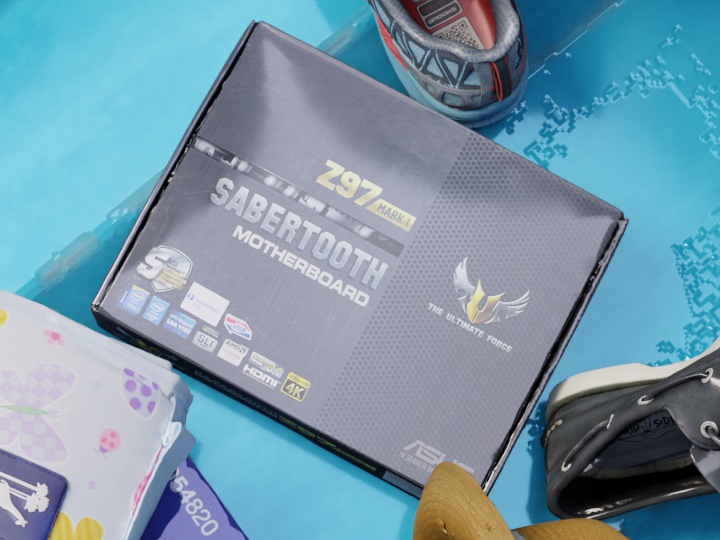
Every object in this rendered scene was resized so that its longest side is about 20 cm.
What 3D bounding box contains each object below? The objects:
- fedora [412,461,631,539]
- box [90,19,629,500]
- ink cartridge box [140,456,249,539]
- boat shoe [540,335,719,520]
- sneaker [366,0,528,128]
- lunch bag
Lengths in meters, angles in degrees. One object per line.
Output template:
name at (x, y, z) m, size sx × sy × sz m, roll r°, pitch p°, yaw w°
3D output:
fedora at (0.088, 0.168, 0.971) m, size 0.082 × 0.201 × 0.201 m, roll -15°, pitch 80°, yaw -15°
box at (0.000, 0.000, 1.063) m, size 0.200 × 0.051 × 0.158 m, roll 29°, pitch 78°, yaw 2°
ink cartridge box at (-0.113, 0.199, 1.025) m, size 0.200 × 0.041 × 0.200 m, roll -36°, pitch 83°, yaw -9°
boat shoe at (0.153, 0.070, 0.989) m, size 0.075 × 0.199 × 0.066 m, roll 43°, pitch 51°, yaw -32°
sneaker at (0.018, -0.164, 1.072) m, size 0.079 × 0.096 × 0.200 m, roll -36°, pitch 83°, yaw -8°
lunch bag at (-0.185, 0.091, 0.969) m, size 0.200 × 0.127 × 0.170 m, roll 17°, pitch 69°, yaw 19°
